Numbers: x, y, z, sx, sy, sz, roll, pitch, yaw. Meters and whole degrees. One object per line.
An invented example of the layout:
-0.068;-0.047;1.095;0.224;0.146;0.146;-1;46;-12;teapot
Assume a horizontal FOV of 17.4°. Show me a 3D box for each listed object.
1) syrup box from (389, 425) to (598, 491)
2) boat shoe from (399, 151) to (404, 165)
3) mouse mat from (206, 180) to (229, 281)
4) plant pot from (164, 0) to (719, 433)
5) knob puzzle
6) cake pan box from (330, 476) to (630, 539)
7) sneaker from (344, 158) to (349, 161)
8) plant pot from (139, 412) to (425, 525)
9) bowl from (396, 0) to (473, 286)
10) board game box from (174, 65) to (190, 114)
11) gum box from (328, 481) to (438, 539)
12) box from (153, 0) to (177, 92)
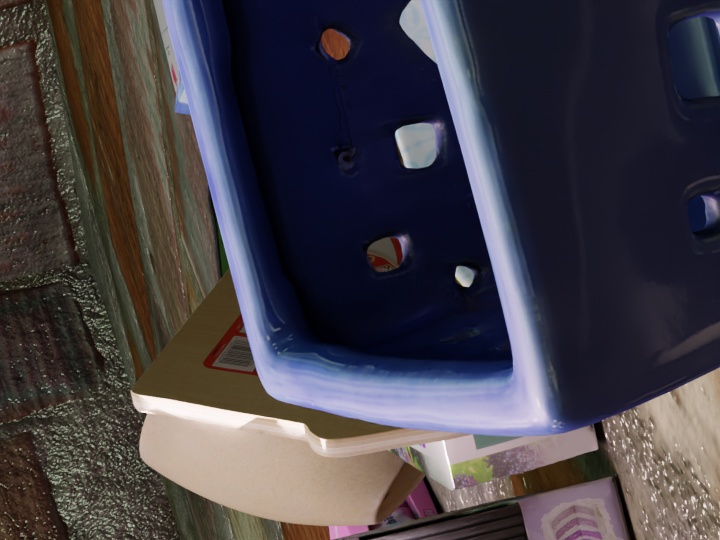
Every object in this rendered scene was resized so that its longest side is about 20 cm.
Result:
0.052;0.053;1.218;0.200;0.081;0.079;-160;55;-79;syrup box
0.039;-0.068;1.169;0.202;0.065;0.075;102;151;-67;boat shoe
-0.079;-0.064;1.709;0.200;0.008;0.161;87;-161;-50;mouse mat
0.062;-0.077;0.634;0.200;0.179;0.201;178;78;-70;plant pot
0.023;0.032;1.081;0.220;0.219;0.031;-121;21;-57;knob puzzle
0.027;0.152;1.197;0.200;0.184;0.052;137;118;-79;cake pan box
0.000;0.000;1.524;0.083;0.072;0.201;6;110;43;sneaker
-0.015;0.073;1.396;0.134;0.200;0.200;36;157;13;plant pot
0.072;-0.096;0.839;0.200;0.107;0.201;167;90;-81;bowl
-0.091;-0.220;1.553;0.199;0.043;0.201;137;136;-77;board game box
0.027;0.231;1.621;0.114;0.066;0.200;-117;17;-52;gum box
-0.154;-0.252;1.996;0.156;0.041;0.201;177;80;-80;box
